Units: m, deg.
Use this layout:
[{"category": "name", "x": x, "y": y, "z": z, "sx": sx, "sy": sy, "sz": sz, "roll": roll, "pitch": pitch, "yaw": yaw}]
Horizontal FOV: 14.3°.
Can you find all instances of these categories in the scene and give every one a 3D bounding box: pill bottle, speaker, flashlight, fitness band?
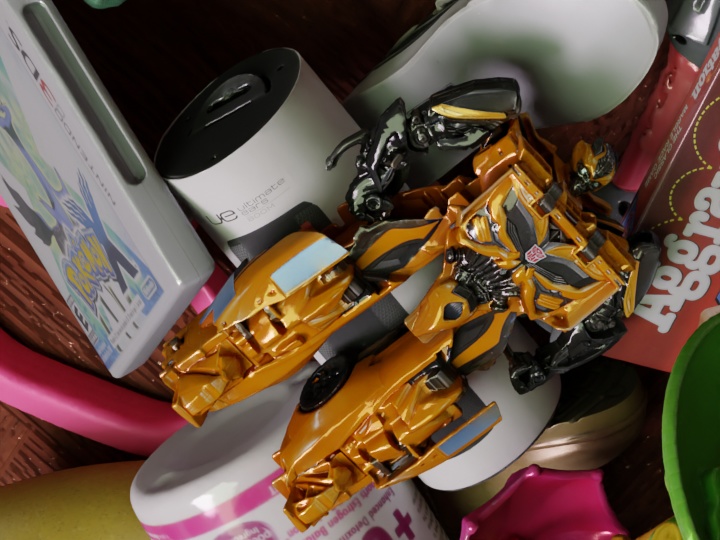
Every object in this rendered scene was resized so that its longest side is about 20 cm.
[{"category": "pill bottle", "x": -0.007, "y": 0.152, "z": 1.299, "sx": 0.113, "sy": 0.113, "sz": 0.200, "roll": -21, "pitch": 108, "yaw": 37}, {"category": "speaker", "x": 0.000, "y": 0.000, "z": 1.231, "sx": 0.081, "sy": 0.081, "sz": 0.200, "roll": -19, "pitch": 123, "yaw": 37}, {"category": "flashlight", "x": 0.122, "y": -0.057, "z": 1.199, "sx": 0.068, "sy": 0.068, "sz": 0.201, "roll": 42, "pitch": 133, "yaw": 28}, {"category": "fitness band", "x": -0.137, "y": 0.018, "z": 1.415, "sx": 0.199, "sy": 0.037, "sz": 0.144, "roll": 21, "pitch": 127, "yaw": 20}]

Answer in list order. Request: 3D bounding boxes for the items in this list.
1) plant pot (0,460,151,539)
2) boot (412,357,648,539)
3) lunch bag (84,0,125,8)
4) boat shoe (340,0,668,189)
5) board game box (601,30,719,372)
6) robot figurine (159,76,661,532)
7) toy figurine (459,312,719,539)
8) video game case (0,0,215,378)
[{"category": "plant pot", "x": -0.101, "y": 0.172, "z": 1.405, "sx": 0.142, "sy": 0.200, "sz": 0.200, "roll": -31, "pitch": 100, "yaw": 21}, {"category": "boot", "x": 0.099, "y": 0.145, "z": 1.341, "sx": 0.175, "sy": 0.066, "sz": 0.201, "roll": -13, "pitch": 112, "yaw": 43}, {"category": "lunch bag", "x": -0.121, "y": -0.241, "z": 1.196, "sx": 0.200, "sy": 0.122, "sz": 0.171, "roll": 44, "pitch": 134, "yaw": 11}, {"category": "boat shoe", "x": 0.059, "y": -0.095, "z": 1.195, "sx": 0.071, "sy": 0.064, "sz": 0.200, "roll": 45, "pitch": 144, "yaw": -17}, {"category": "board game box", "x": 0.171, "y": -0.036, "z": 1.169, "sx": 0.102, "sy": 0.019, "sz": 0.201, "roll": 15, "pitch": 124, "yaw": -14}, {"category": "robot figurine", "x": 0.025, "y": 0.015, "z": 1.159, "sx": 0.200, "sy": 0.058, "sz": 0.145, "roll": -37, "pitch": 115, "yaw": 19}, {"category": "toy figurine", "x": 0.112, "y": 0.137, "z": 1.156, "sx": 0.150, "sy": 0.201, "sz": 0.184, "roll": 25, "pitch": 145, "yaw": -33}, {"category": "video game case", "x": -0.135, "y": -0.051, "z": 1.270, "sx": 0.183, "sy": 0.022, "sz": 0.200, "roll": 58, "pitch": 163, "yaw": 4}]
